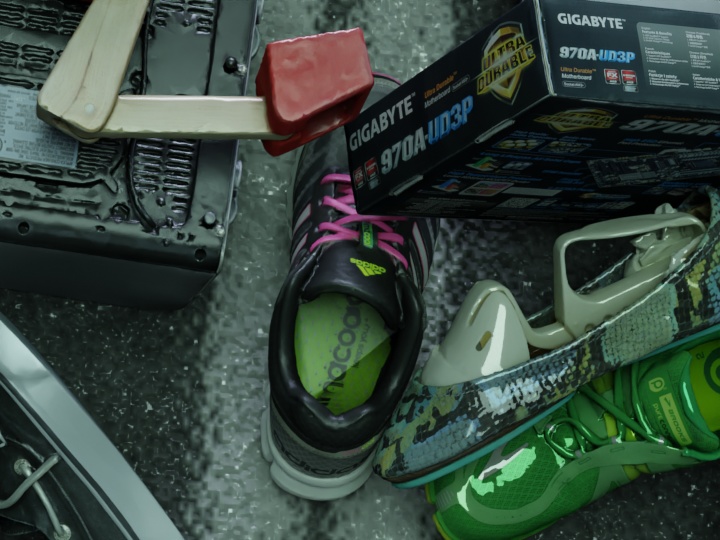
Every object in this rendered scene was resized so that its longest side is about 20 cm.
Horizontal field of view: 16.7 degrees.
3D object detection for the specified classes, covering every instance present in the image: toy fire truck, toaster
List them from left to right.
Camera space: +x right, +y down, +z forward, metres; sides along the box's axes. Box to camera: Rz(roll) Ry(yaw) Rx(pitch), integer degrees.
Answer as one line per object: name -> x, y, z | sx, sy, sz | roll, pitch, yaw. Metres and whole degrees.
toaster -> -0.145, -0.084, 1.079 | 0.200, 0.119, 0.181 | 8, 74, -7
toy fire truck -> -0.107, -0.105, 1.004 | 0.200, 0.049, 0.141 | -14, 79, -12

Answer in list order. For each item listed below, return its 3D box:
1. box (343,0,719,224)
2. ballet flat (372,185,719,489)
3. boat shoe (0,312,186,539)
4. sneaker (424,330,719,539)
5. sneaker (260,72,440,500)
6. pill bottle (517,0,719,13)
box -> 0.117, -0.063, 1.058 | 0.200, 0.159, 0.046 | 2, 73, -29
ballet flat -> 0.084, 0.022, 1.069 | 0.200, 0.074, 0.074 | -27, 82, -10
boat shoe -> -0.140, 0.088, 1.057 | 0.068, 0.074, 0.199 | -39, 105, -8
sneaker -> 0.119, 0.062, 1.102 | 0.200, 0.084, 0.074 | -24, 85, -13
sneaker -> 0.000, 0.000, 1.097 | 0.074, 0.087, 0.200 | 12, 74, -6
pill bottle -> 0.124, -0.171, 1.146 | 0.112, 0.112, 0.200 | -3, 76, -10
